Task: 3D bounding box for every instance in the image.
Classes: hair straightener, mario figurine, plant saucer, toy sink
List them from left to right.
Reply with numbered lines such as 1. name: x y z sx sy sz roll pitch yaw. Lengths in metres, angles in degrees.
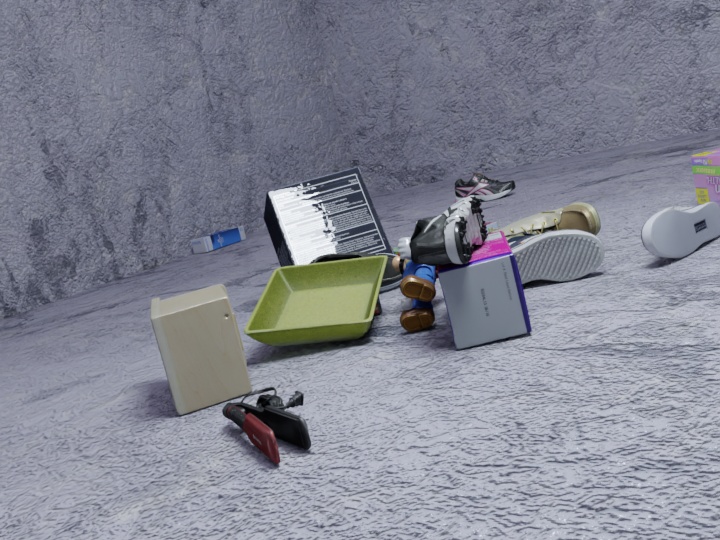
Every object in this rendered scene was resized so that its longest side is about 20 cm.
1. toy sink: -0.221 0.098 1.098 0.110 0.133 0.200 -16 8 -13
2. hair straightener: -0.095 0.160 0.853 0.076 0.042 0.199 -18 5 -24
3. plant saucer: -0.059 0.053 1.217 0.195 0.049 0.201 -6 27 13
4. mario figurine: 0.074 0.010 1.185 0.124 0.105 0.201 -52 9 24

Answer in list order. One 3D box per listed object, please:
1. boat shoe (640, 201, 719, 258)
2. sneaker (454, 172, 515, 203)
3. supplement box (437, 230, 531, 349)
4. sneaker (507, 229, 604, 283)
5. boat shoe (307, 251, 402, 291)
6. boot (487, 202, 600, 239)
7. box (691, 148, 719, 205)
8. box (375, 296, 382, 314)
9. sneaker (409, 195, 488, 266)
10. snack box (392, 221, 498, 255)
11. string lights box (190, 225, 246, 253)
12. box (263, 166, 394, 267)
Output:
1. boat shoe: 0.467 -0.063 1.180 0.197 0.074 0.065 -20 7 -37
2. sneaker: 0.375 -0.260 2.428 0.196 0.088 0.080 -10 12 23
3. supplement box: 0.162 0.020 1.056 0.101 0.104 0.200 -14 8 10
4. sneaker: 0.273 -0.022 1.208 0.196 0.080 0.079 -13 15 21
5. boat shoe: 0.000 0.000 1.424 0.195 0.070 0.057 -3 -15 -13
6. boot: 0.316 -0.063 1.410 0.152 0.074 0.199 -18 5 -26
7. box: 0.726 -0.181 1.392 0.196 0.099 0.176 -16 10 -8
8. box: -0.067 0.065 1.335 0.195 0.041 0.137 -15 10 -3
9. sneaker: 0.111 -0.051 1.027 0.089 0.068 0.200 -10 12 21
10. snack box: 0.170 -0.046 1.588 0.198 0.054 0.141 -22 11 -39
11. string lights box: -0.571 -0.125 3.176 0.198 0.060 0.102 -23 12 -41
12. box: -0.065 -0.067 1.536 0.196 0.202 0.124 -16 -19 -17
